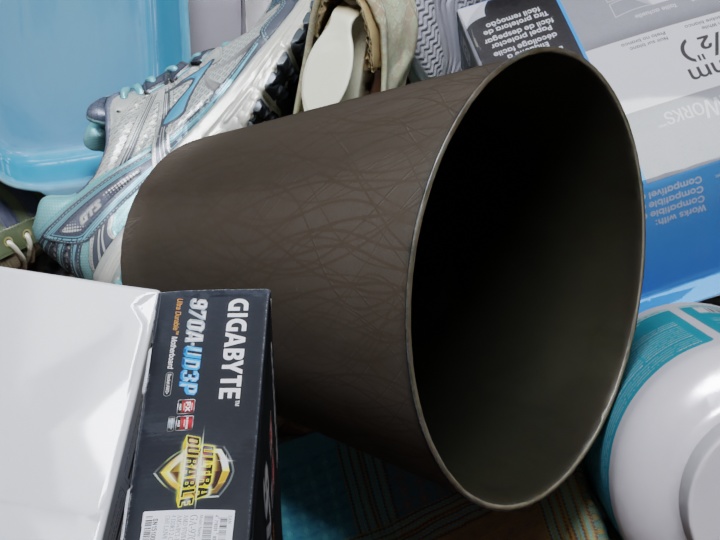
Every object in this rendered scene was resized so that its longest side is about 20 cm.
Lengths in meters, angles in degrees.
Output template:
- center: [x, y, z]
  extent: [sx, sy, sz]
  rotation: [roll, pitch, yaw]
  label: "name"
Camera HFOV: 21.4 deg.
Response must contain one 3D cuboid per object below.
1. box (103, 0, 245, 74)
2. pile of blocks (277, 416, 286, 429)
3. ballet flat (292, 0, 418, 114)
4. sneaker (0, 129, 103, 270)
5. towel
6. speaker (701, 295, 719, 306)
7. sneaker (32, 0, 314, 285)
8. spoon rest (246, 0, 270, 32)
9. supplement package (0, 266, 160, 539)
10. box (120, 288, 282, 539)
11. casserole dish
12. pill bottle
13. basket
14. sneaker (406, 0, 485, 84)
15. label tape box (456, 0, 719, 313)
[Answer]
- center: [-0.166, -0.145, 1.089]
  extent: [0.198, 0.097, 0.177]
  rotation: [-2, 28, -6]
  label: "box"
- center: [-0.111, 0.069, 0.887]
  extent: [0.199, 0.063, 0.082]
  rotation: [-26, 47, -30]
  label: "pile of blocks"
- center: [-0.018, -0.051, 0.936]
  extent: [0.067, 0.202, 0.062]
  rotation: [11, 9, 21]
  label: "ballet flat"
- center: [-0.189, -0.020, 0.998]
  extent: [0.198, 0.067, 0.090]
  rotation: [-1, 58, -19]
  label: "sneaker"
- center: [0.033, 0.122, 0.819]
  extent: [0.146, 0.022, 0.201]
  rotation: [-26, 41, 8]
  label: "towel"
- center: [0.135, -0.023, 0.997]
  extent: [0.198, 0.089, 0.089]
  rotation: [12, 40, 10]
  label: "speaker"
- center: [-0.089, -0.075, 0.942]
  extent: [0.086, 0.078, 0.201]
  rotation: [27, 63, 10]
  label: "sneaker"
- center: [0.025, -0.162, 1.163]
  extent: [0.198, 0.100, 0.061]
  rotation: [-7, -4, -16]
  label: "spoon rest"
- center: [-0.186, 0.085, 0.784]
  extent: [0.198, 0.111, 0.157]
  rotation: [8, 66, 7]
  label: "supplement package"
- center: [-0.055, 0.134, 0.705]
  extent: [0.046, 0.201, 0.160]
  rotation: [0, 38, 1]
  label: "box"
- center: [-0.149, -0.134, 0.961]
  extent: [0.120, 0.202, 0.039]
  rotation: [-10, 17, -26]
  label: "casserole dish"
- center: [0.151, 0.077, 0.790]
  extent: [0.110, 0.112, 0.200]
  rotation: [3, 5, 0]
  label: "pill bottle"
- center: [0.000, 0.000, 0.807]
  extent: [0.135, 0.182, 0.199]
  rotation: [18, -11, -42]
  label: "basket"
- center: [0.020, -0.122, 1.052]
  extent: [0.113, 0.200, 0.076]
  rotation: [15, 78, 25]
  label: "sneaker"
- center: [0.145, -0.059, 0.930]
  extent: [0.142, 0.066, 0.201]
  rotation: [-17, 56, -5]
  label: "label tape box"
